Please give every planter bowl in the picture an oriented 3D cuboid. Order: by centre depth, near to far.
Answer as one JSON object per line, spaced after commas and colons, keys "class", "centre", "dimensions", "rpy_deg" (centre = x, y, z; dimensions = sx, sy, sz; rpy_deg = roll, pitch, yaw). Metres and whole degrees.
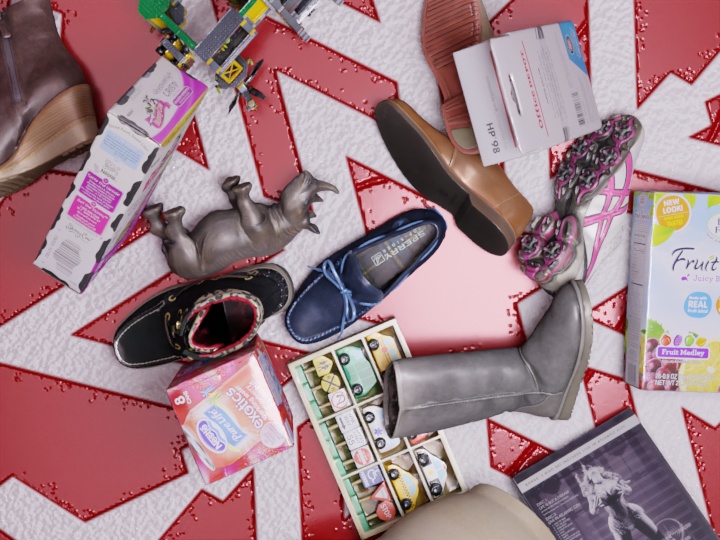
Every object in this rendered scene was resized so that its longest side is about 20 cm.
{"class": "planter bowl", "centre": [0.120, 0.303, 1.536], "dimensions": [0.200, 0.200, 0.135], "rpy_deg": [47, 68, -3]}

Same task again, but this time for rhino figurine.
{"class": "rhino figurine", "centre": [-0.116, -0.051, 1.560], "dimensions": [0.198, 0.060, 0.088], "rpy_deg": [-19, 113, 0]}

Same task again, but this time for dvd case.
{"class": "dvd case", "centre": [0.268, 0.259, 1.555], "dimensions": [0.148, 0.016, 0.201], "rpy_deg": [-29, 66, -8]}

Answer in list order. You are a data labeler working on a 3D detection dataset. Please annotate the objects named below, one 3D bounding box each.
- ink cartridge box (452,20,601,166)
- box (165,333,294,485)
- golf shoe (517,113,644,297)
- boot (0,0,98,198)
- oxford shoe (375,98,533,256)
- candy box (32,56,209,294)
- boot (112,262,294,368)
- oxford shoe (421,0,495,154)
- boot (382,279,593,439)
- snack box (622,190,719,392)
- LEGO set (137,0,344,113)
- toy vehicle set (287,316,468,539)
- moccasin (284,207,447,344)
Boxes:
{"class": "ink cartridge box", "centre": [0.156, -0.173, 1.488], "dimensions": [0.066, 0.199, 0.117], "rpy_deg": [-14, 94, 33]}
{"class": "box", "centre": [-0.125, 0.132, 1.503], "dimensions": [0.095, 0.200, 0.101], "rpy_deg": [-23, 94, -1]}
{"class": "golf shoe", "centre": [0.239, -0.064, 1.571], "dimensions": [0.092, 0.072, 0.201], "rpy_deg": [33, 85, -38]}
{"class": "boot", "centre": [-0.374, -0.169, 1.558], "dimensions": [0.198, 0.072, 0.168], "rpy_deg": [-25, 82, 2]}
{"class": "oxford shoe", "centre": [0.096, -0.108, 1.569], "dimensions": [0.200, 0.071, 0.071], "rpy_deg": [46, 63, -2]}
{"class": "candy box", "centre": [-0.232, -0.092, 1.480], "dimensions": [0.061, 0.137, 0.201], "rpy_deg": [31, 124, -3]}
{"class": "boot", "centre": [-0.171, 0.055, 1.515], "dimensions": [0.202, 0.154, 0.074], "rpy_deg": [-21, 96, 10]}
{"class": "oxford shoe", "centre": [0.113, -0.213, 1.561], "dimensions": [0.070, 0.073, 0.203], "rpy_deg": [-13, 80, 38]}
{"class": "boot", "centre": [0.126, 0.090, 1.534], "dimensions": [0.197, 0.073, 0.184], "rpy_deg": [2, 120, -9]}
{"class": "snack box", "centre": [0.360, 0.022, 1.561], "dimensions": [0.166, 0.068, 0.203], "rpy_deg": [1, 93, -10]}
{"class": "LEGO set", "centre": [-0.115, -0.269, 1.542], "dimensions": [0.153, 0.116, 0.201], "rpy_deg": [36, 89, 26]}
{"class": "toy vehicle set", "centre": [0.019, 0.164, 1.594], "dimensions": [0.123, 0.027, 0.202], "rpy_deg": [-23, 94, 1]}
{"class": "moccasin", "centre": [0.000, 0.000, 1.562], "dimensions": [0.200, 0.068, 0.081], "rpy_deg": [-43, 94, 4]}
